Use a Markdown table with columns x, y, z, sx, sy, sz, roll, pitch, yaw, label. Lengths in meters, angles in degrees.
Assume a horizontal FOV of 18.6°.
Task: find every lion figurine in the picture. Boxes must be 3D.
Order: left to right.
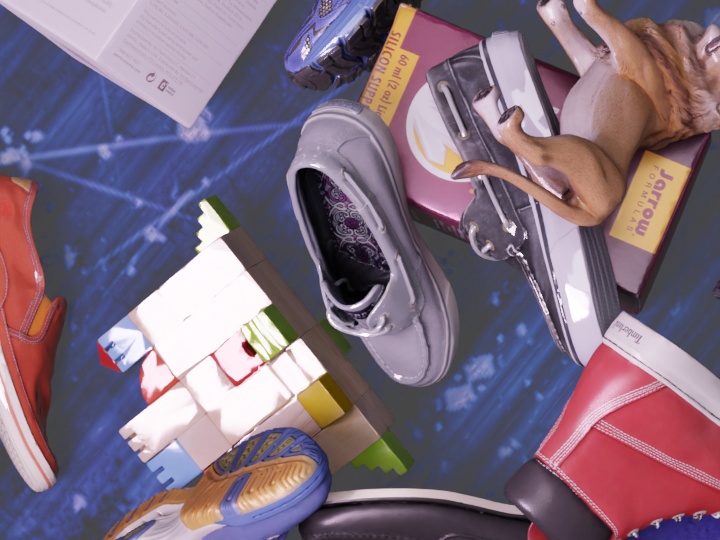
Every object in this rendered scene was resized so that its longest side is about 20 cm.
| x | y | z | sx | sy | sz | roll | pitch | yaw | label |
| --- | --- | --- | --- | --- | --- | --- | --- | --- | --- |
| 0.132 | -0.079 | 1.193 | 0.123 | 0.072 | 0.200 | 48 | 59 | -18 | lion figurine |

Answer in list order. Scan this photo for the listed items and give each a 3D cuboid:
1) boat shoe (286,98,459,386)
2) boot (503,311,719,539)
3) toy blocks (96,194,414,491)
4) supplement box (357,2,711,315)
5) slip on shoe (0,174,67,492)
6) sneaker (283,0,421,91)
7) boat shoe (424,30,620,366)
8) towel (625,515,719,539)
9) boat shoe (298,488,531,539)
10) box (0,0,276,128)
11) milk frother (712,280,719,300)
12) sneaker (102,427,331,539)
| x | y | z | sx | sy | sz | roll | pitch | yaw | label |
| --- | --- | --- | --- | --- | --- | --- | --- | --- | --- |
| 0.001 | 0.000 | 1.271 | 0.070 | 0.201 | 0.072 | 2 | 40 | 29 | boat shoe |
| 0.170 | 0.127 | 1.213 | 0.200 | 0.072 | 0.144 | 33 | 92 | -34 | boot |
| -0.081 | 0.077 | 1.319 | 0.137 | 0.100 | 0.200 | -39 | 90 | 14 | toy blocks |
| 0.096 | -0.065 | 1.309 | 0.199 | 0.086 | 0.111 | 23 | 86 | 9 | supplement box |
| -0.207 | 0.035 | 1.346 | 0.061 | 0.074 | 0.201 | -10 | 83 | -14 | slip on shoe |
| 0.006 | -0.200 | 1.351 | 0.078 | 0.075 | 0.200 | 27 | 79 | 18 | sneaker |
| 0.090 | -0.034 | 1.236 | 0.071 | 0.072 | 0.201 | -21 | 73 | 15 | boat shoe |
| 0.186 | 0.192 | 1.264 | 0.147 | 0.050 | 0.201 | 1 | 80 | -25 | towel |
| 0.059 | 0.162 | 1.270 | 0.201 | 0.074 | 0.063 | 9 | 76 | -15 | boat shoe |
| -0.111 | -0.209 | 1.324 | 0.124 | 0.097 | 0.200 | 33 | 89 | 39 | box |
| 0.289 | -0.038 | 1.227 | 0.180 | 0.200 | 0.189 | 0 | 83 | 11 | milk frother |
| -0.069 | 0.156 | 1.256 | 0.088 | 0.200 | 0.075 | 50 | 46 | -9 | sneaker |
